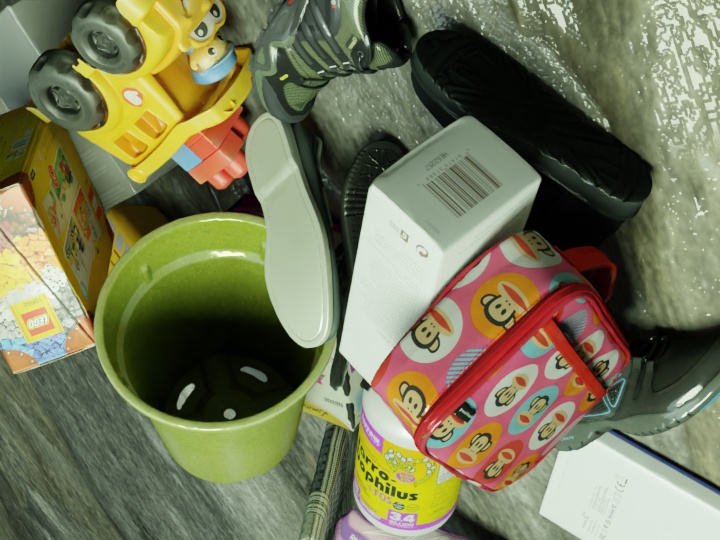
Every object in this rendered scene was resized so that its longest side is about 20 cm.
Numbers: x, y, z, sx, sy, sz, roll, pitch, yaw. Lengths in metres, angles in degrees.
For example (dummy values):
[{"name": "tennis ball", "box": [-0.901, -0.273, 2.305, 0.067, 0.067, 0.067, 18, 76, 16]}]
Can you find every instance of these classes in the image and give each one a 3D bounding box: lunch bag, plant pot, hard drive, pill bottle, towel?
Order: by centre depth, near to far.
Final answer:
[{"name": "lunch bag", "box": [0.109, 0.058, 0.806, 0.082, 0.176, 0.200, 47, -177, 29]}, {"name": "hard drive", "box": [0.254, 0.215, 1.004, 0.198, 0.025, 0.133, 29, 139, 21]}, {"name": "plant pot", "box": [-0.117, 0.087, 1.021, 0.199, 0.201, 0.185, 30, 150, 18]}, {"name": "pill bottle", "box": [0.049, 0.142, 1.064, 0.103, 0.104, 0.202, 27, 138, 21]}, {"name": "towel", "box": [-0.030, 0.250, 1.169, 0.034, 0.194, 0.202, 9, 132, 5]}]

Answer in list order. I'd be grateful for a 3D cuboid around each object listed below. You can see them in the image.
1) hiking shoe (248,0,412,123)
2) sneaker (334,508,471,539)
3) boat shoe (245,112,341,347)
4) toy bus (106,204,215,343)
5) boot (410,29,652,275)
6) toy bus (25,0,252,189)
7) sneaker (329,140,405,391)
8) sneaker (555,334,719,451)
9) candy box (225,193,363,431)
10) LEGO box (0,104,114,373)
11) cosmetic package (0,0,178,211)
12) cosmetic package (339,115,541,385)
[{"name": "hiking shoe", "box": [-0.016, -0.168, 0.873, 0.100, 0.076, 0.201, 41, 141, 11]}, {"name": "sneaker", "box": [0.058, 0.266, 1.143, 0.197, 0.090, 0.081, 4, 155, -19]}, {"name": "boat shoe", "box": [-0.040, -0.034, 0.949, 0.072, 0.061, 0.203, -33, 61, 37]}, {"name": "toy bus", "box": [-0.207, -0.002, 1.158, 0.200, 0.064, 0.079, 45, 123, 43]}, {"name": "boot", "box": [0.094, -0.057, 0.868, 0.199, 0.077, 0.169, 35, 137, 4]}, {"name": "toy bus", "box": [-0.153, -0.159, 0.975, 0.191, 0.137, 0.199, 41, 141, -15]}, {"name": "sneaker", "box": [0.003, 0.000, 0.979, 0.104, 0.059, 0.204, 169, 102, -76]}, {"name": "sneaker", "box": [0.200, 0.079, 0.897, 0.199, 0.073, 0.083, -28, 94, 47]}, {"name": "candy box", "box": [-0.057, 0.041, 1.106, 0.135, 0.061, 0.202, 17, 134, 31]}, {"name": "LEGO box", "box": [-0.276, -0.036, 1.000, 0.076, 0.201, 0.151, -18, 117, 2]}, {"name": "cosmetic package", "box": [-0.263, -0.160, 1.102, 0.106, 0.090, 0.202, -14, 110, 48]}, {"name": "cosmetic package", "box": [0.050, 0.001, 0.820, 0.074, 0.101, 0.201, 43, 149, 20]}]
